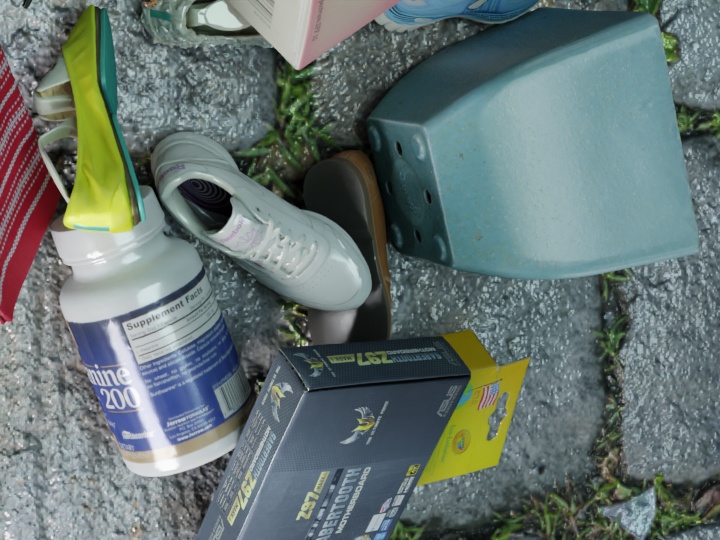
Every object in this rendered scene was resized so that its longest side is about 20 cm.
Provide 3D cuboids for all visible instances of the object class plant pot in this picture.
[{"bbox_3d":[0.122,-0.088,1.772,0.200,0.196,0.196,-19,105,-21],"label":"plant pot"}]

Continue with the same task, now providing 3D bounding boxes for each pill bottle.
[{"bbox_3d":[-0.159,0.044,1.666,0.111,0.111,0.200,-28,108,-24],"label":"pill bottle"}]

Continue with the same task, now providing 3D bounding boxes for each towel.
[{"bbox_3d":[-0.261,-0.074,1.560,0.200,0.022,0.145,75,24,-49],"label":"towel"}]

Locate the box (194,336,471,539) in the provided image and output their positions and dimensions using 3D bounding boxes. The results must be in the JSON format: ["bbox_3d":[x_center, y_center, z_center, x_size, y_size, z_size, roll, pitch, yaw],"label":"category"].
[{"bbox_3d":[-0.022,0.142,1.684,0.157,0.051,0.200,-2,130,-37],"label":"box"}]

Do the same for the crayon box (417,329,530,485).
[{"bbox_3d":[0.030,0.119,1.784,0.200,0.051,0.127,-10,133,-28],"label":"crayon box"}]

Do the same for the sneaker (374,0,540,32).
[{"bbox_3d":[0.100,-0.240,1.778,0.200,0.090,0.079,-20,88,-36],"label":"sneaker"}]

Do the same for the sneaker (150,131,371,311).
[{"bbox_3d":[-0.079,-0.023,1.695,0.200,0.100,0.075,34,106,-14],"label":"sneaker"}]

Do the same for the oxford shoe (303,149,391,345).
[{"bbox_3d":[0.000,0.000,1.782,0.071,0.071,0.201,-39,131,-61],"label":"oxford shoe"}]

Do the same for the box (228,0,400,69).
[{"bbox_3d":[-0.002,-0.264,1.639,0.200,0.128,0.109,-36,72,-23],"label":"box"}]

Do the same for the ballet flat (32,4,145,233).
[{"bbox_3d":[-0.203,-0.111,1.612,0.067,0.067,0.200,-11,58,-4],"label":"ballet flat"}]

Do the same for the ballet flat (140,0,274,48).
[{"bbox_3d":[-0.071,-0.201,1.715,0.200,0.072,0.072,-13,102,-28],"label":"ballet flat"}]

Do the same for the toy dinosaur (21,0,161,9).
[{"bbox_3d":[-0.219,-0.263,1.567,0.136,0.102,0.200,-43,88,3],"label":"toy dinosaur"}]
